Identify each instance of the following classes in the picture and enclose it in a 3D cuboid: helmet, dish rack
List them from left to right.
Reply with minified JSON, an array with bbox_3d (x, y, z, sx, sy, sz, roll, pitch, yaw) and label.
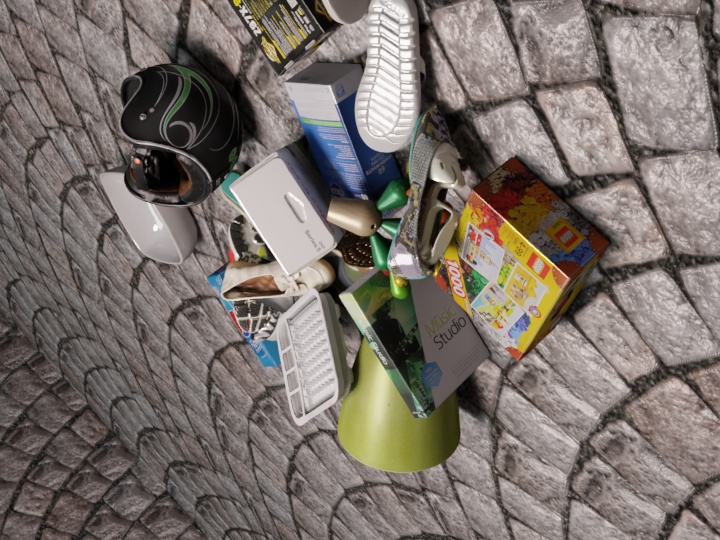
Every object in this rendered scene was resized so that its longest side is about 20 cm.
[{"bbox_3d":[-0.273,-0.212,1.590,0.197,0.192,0.201,8,145,5],"label":"helmet"},{"bbox_3d":[-0.066,0.129,1.584,0.200,0.043,0.174,138,124,-60],"label":"dish rack"}]

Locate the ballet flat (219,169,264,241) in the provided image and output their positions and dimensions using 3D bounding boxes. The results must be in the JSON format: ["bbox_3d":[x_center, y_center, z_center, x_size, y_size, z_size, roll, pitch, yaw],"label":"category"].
[{"bbox_3d":[-0.145,-0.084,1.693,0.200,0.069,0.070,47,153,14],"label":"ballet flat"}]

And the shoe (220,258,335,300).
[{"bbox_3d":[-0.126,0.018,1.582,0.198,0.054,0.070,-4,129,33],"label":"shoe"}]

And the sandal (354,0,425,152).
[{"bbox_3d":[0.043,-0.229,1.232,0.082,0.050,0.204,24,131,19],"label":"sandal"}]

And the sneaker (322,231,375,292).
[{"bbox_3d":[0.000,0.000,1.552,0.199,0.067,0.090,20,140,55],"label":"sneaker"}]

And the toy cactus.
[{"bbox_3d":[0.043,-0.064,1.336,0.163,0.103,0.201,15,131,4],"label":"toy cactus"}]

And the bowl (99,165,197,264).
[{"bbox_3d":[-0.390,-0.115,2.014,0.199,0.074,0.202,11,131,53],"label":"bowl"}]

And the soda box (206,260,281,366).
[{"bbox_3d":[-0.193,0.075,1.939,0.201,0.068,0.064,58,152,-11],"label":"soda box"}]

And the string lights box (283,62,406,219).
[{"bbox_3d":[-0.017,-0.165,1.383,0.102,0.059,0.201,16,136,49],"label":"string lights box"}]

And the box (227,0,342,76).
[{"bbox_3d":[-0.114,-0.359,1.317,0.201,0.049,0.159,55,156,-6],"label":"box"}]

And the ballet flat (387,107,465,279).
[{"bbox_3d":[0.086,-0.085,1.227,0.071,0.203,0.072,13,179,0],"label":"ballet flat"}]

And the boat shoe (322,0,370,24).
[{"bbox_3d":[-0.048,-0.376,1.180,0.092,0.074,0.202,26,136,52],"label":"boat shoe"}]

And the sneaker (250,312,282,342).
[{"bbox_3d":[-0.121,0.061,1.820,0.080,0.076,0.200,15,143,-20],"label":"sneaker"}]

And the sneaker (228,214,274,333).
[{"bbox_3d":[-0.185,0.008,1.795,0.085,0.076,0.203,138,129,-73],"label":"sneaker"}]

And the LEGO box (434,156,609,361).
[{"bbox_3d":[0.182,-0.009,1.239,0.149,0.077,0.201,44,152,17],"label":"LEGO box"}]

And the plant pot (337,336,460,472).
[{"bbox_3d":[0.060,0.154,1.544,0.186,0.186,0.202,29,131,37],"label":"plant pot"}]

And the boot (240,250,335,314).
[{"bbox_3d":[-0.121,0.057,1.713,0.152,0.074,0.205,19,141,11],"label":"boot"}]

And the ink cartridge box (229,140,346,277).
[{"bbox_3d":[-0.090,-0.089,1.453,0.146,0.084,0.200,56,-169,-6],"label":"ink cartridge box"}]

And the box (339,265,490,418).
[{"bbox_3d":[0.076,0.075,1.433,0.201,0.144,0.036,57,148,-11],"label":"box"}]
